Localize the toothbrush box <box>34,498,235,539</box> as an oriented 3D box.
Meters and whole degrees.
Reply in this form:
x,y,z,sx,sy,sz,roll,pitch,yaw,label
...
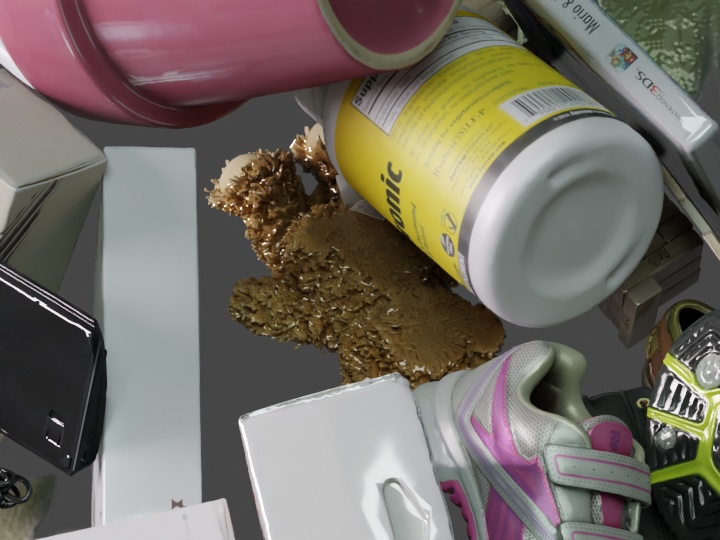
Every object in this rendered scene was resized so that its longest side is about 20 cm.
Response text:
x,y,z,sx,sy,sz,roll,pitch,yaw,label
-0.109,0.219,1.235,0.146,0.201,0.085,-11,27,-5,toothbrush box

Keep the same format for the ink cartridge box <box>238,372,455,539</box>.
x,y,z,sx,sy,sz,roll,pitch,yaw,label
0.006,0.158,1.266,0.084,0.200,0.146,-13,63,-5,ink cartridge box

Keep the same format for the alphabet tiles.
x,y,z,sx,sy,sz,roll,pitch,yaw,label
0.206,0.029,1.348,0.008,0.167,0.200,-37,66,7,alphabet tiles

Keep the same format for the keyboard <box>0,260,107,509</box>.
x,y,z,sx,sy,sz,roll,pitch,yaw,label
-0.197,0.041,1.300,0.200,0.128,0.021,29,27,32,keyboard

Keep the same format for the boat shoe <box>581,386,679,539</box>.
x,y,z,sx,sy,sz,roll,pitch,yaw,label
0.151,0.148,1.337,0.063,0.074,0.202,-17,64,-7,boat shoe

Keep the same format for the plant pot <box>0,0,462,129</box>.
x,y,z,sx,sy,sz,roll,pitch,yaw,label
-0.053,-0.163,1.307,0.178,0.200,0.201,7,59,39,plant pot

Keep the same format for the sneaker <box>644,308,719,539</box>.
x,y,z,sx,sy,sz,roll,pitch,yaw,label
0.191,0.118,1.307,0.075,0.076,0.201,-15,81,37,sneaker

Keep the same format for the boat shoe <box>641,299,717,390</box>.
x,y,z,sx,sy,sz,roll,pitch,yaw,label
0.209,0.100,1.363,0.072,0.068,0.200,-36,68,-17,boat shoe

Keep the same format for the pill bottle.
x,y,z,sx,sy,sz,roll,pitch,yaw,label
0.050,-0.066,1.365,0.111,0.112,0.200,-33,45,-14,pill bottle

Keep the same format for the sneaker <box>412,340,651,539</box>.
x,y,z,sx,sy,sz,roll,pitch,yaw,label
0.095,0.113,1.281,0.088,0.081,0.201,-41,58,26,sneaker

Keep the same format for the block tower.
x,y,z,sx,sy,sz,roll,pitch,yaw,label
0.104,-0.056,1.454,0.058,0.054,0.200,-32,67,-13,block tower

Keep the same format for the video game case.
x,y,z,sx,sy,sz,roll,pitch,yaw,label
0.129,-0.098,1.396,0.024,0.200,0.182,-43,68,1,video game case

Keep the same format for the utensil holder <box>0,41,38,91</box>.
x,y,z,sx,sy,sz,roll,pitch,yaw,label
-0.134,-0.220,1.482,0.200,0.170,0.170,-40,68,-18,utensil holder

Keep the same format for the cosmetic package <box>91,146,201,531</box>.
x,y,z,sx,sy,sz,roll,pitch,yaw,label
-0.106,0.062,1.343,0.051,0.151,0.201,2,62,-9,cosmetic package

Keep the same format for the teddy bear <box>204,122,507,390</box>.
x,y,z,sx,sy,sz,roll,pitch,yaw,label
0.000,0.000,1.430,0.145,0.067,0.200,-36,62,-28,teddy bear

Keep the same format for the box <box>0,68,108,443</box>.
x,y,z,sx,sy,sz,roll,pitch,yaw,label
-0.199,0.007,1.349,0.082,0.201,0.068,39,36,22,box
